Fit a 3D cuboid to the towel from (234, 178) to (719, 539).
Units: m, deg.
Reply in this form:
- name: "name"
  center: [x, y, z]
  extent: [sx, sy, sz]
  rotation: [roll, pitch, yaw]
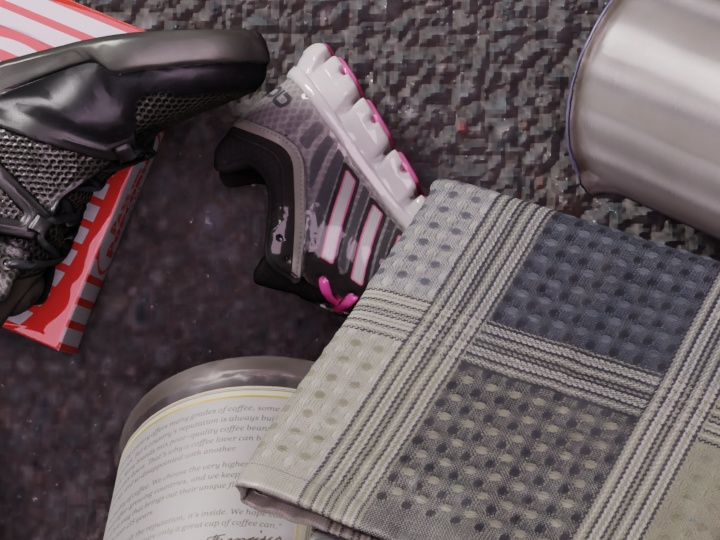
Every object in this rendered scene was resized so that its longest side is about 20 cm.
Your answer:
- name: "towel"
  center: [0.072, 0.056, 1.014]
  extent: [0.192, 0.035, 0.200]
  rotation: [18, 49, 21]

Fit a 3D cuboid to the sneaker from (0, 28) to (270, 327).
- name: "sneaker"
  center: [-0.127, -0.040, 1.108]
  extent: [0.199, 0.076, 0.115]
  rotation: [-16, 87, 5]

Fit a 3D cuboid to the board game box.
- name: "board game box"
  center: [-0.197, -0.069, 1.173]
  extent: [0.199, 0.046, 0.152]
  rotation: [22, 87, 5]

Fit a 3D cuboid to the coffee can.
- name: "coffee can"
  center: [-0.044, 0.157, 1.050]
  extent: [0.146, 0.147, 0.200]
  rotation: [5, 45, 4]

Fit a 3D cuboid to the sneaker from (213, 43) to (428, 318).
- name: "sneaker"
  center: [0.000, 0.000, 1.145]
  extent: [0.087, 0.074, 0.200]
  rotation: [-31, 79, 0]

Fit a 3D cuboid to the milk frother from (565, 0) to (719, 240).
- name: "milk frother"
  center: [0.227, -0.048, 1.113]
  extent: [0.188, 0.200, 0.181]
  rotation: [28, 66, 38]
